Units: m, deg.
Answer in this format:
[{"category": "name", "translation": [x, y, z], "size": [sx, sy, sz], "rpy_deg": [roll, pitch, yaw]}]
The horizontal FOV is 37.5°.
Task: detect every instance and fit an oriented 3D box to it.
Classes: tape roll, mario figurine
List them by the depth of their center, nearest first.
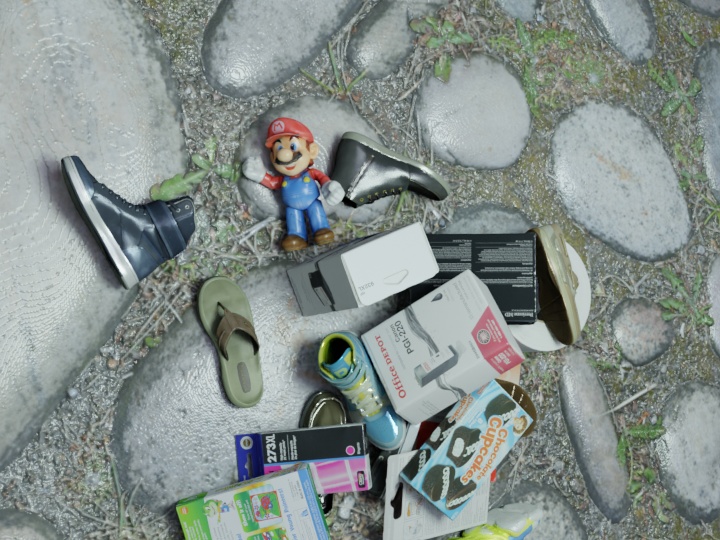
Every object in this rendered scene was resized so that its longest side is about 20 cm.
[{"category": "mario figurine", "translation": [-0.102, -0.132, 1.603], "size": [0.123, 0.106, 0.201], "rpy_deg": [-14, 92, -26]}, {"category": "tape roll", "translation": [0.292, 0.037, 1.801], "size": [0.201, 0.071, 0.204], "rpy_deg": [3, 83, -26]}]

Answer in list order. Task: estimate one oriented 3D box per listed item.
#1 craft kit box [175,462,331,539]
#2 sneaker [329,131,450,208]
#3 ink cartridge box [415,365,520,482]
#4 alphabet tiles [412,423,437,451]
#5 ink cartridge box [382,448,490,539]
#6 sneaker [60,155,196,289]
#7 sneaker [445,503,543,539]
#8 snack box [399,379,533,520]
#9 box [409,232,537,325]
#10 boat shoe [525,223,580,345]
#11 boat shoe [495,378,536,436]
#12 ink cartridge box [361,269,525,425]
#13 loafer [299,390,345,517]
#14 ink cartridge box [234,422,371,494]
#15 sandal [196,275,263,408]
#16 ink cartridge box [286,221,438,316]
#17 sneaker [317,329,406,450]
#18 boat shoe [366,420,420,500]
[{"category": "craft kit box", "translation": [-0.139, 0.397, 1.506], "size": [0.196, 0.049, 0.201], "rpy_deg": [-16, 92, 0]}, {"category": "sneaker", "translation": [0.041, -0.132, 1.700], "size": [0.199, 0.075, 0.107], "rpy_deg": [24, 78, -13]}, {"category": "ink cartridge box", "translation": [0.173, 0.232, 1.714], "size": [0.161, 0.050, 0.201], "rpy_deg": [12, 76, -25]}, {"category": "alphabet tiles", "translation": [0.112, 0.223, 1.719], "size": [0.200, 0.015, 0.196], "rpy_deg": [-34, 99, -26]}, {"category": "ink cartridge box", "translation": [0.113, 0.335, 1.655], "size": [0.199, 0.050, 0.162], "rpy_deg": [-6, 108, -28]}, {"category": "sneaker", "translation": [-0.319, -0.096, 1.494], "size": [0.146, 0.077, 0.203], "rpy_deg": [-32, 109, -15]}, {"category": "sneaker", "translation": [0.215, 0.456, 1.722], "size": [0.199, 0.076, 0.106], "rpy_deg": [-19, 105, -20]}, {"category": "snack box", "translation": [0.163, 0.268, 1.611], "size": [0.200, 0.037, 0.116], "rpy_deg": [-50, 122, -7]}, {"category": "box", "translation": [0.179, 0.016, 1.693], "size": [0.199, 0.079, 0.142], "rpy_deg": [0, 81, 6]}, {"category": "boat shoe", "translation": [0.330, 0.021, 1.746], "size": [0.065, 0.072, 0.201], "rpy_deg": [-15, 86, -26]}, {"category": "boat shoe", "translation": [0.199, 0.199, 1.681], "size": [0.200, 0.063, 0.074], "rpy_deg": [37, 71, -26]}, {"category": "ink cartridge box", "translation": [0.121, 0.116, 1.587], "size": [0.085, 0.200, 0.146], "rpy_deg": [38, 22, -56]}, {"category": "loafer", "translation": [-0.051, 0.282, 1.598], "size": [0.075, 0.070, 0.201], "rpy_deg": [8, 80, -26]}, {"category": "ink cartridge box", "translation": [-0.086, 0.278, 1.543], "size": [0.199, 0.037, 0.095], "rpy_deg": [-7, 85, 10]}, {"category": "sandal", "translation": [-0.180, 0.103, 1.561], "size": [0.079, 0.057, 0.202], "rpy_deg": [-19, 93, -27]}, {"category": "ink cartridge box", "translation": [0.000, 0.000, 1.584], "size": [0.145, 0.200, 0.084], "rpy_deg": [-23, 95, -27]}, {"category": "sneaker", "translation": [-0.005, 0.178, 1.577], "size": [0.079, 0.131, 0.201], "rpy_deg": [-32, 76, 7]}, {"category": "boat shoe", "translation": [0.054, 0.253, 1.641], "size": [0.056, 0.069, 0.201], "rpy_deg": [19, 80, -4]}]
